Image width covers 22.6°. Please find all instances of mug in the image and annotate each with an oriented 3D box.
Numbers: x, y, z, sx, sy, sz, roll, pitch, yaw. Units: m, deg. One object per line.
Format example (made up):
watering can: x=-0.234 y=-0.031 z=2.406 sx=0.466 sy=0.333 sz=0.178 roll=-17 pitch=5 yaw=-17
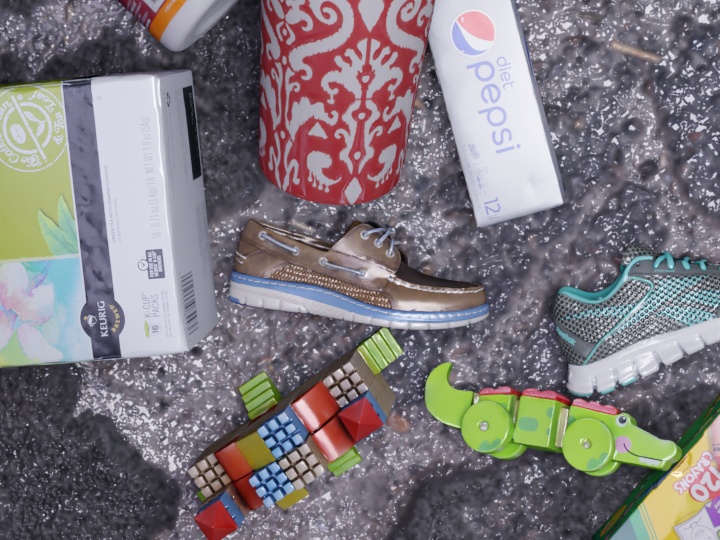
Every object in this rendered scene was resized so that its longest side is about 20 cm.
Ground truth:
mug: x=-0.008 y=-0.170 z=1.284 sx=0.132 sy=0.178 sz=0.202 roll=10 pitch=125 yaw=4

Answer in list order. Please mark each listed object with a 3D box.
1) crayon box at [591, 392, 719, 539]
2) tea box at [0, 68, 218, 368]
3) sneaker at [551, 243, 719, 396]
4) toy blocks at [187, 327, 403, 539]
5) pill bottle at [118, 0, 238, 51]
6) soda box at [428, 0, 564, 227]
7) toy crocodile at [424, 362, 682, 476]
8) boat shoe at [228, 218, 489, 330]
crayon box: x=0.280 y=0.174 z=1.345 sx=0.119 sy=0.058 sz=0.200 roll=39 pitch=100 yaw=0
tea box: x=-0.219 y=-0.040 z=1.330 sx=0.194 sy=0.134 sz=0.202 roll=-5 pitch=97 yaw=7
sneaker: x=0.229 y=0.017 z=1.324 sx=0.198 sy=0.078 sz=0.092 roll=-25 pitch=91 yaw=7
toy blocks: x=-0.053 y=0.128 z=1.334 sx=0.199 sy=0.137 sz=0.100 roll=-34 pitch=93 yaw=9
pill bottle: x=-0.167 y=-0.266 z=1.305 sx=0.200 sy=0.113 sz=0.113 roll=45 pitch=100 yaw=-1
soda box: x=0.094 y=-0.138 z=1.319 sx=0.068 sy=0.063 sz=0.202 roll=-15 pitch=96 yaw=9
toy crocodile: x=0.140 y=0.114 z=1.334 sx=0.198 sy=0.067 sz=0.062 roll=9 pitch=83 yaw=23
boat shoe: x=0.000 y=0.000 z=1.344 sx=0.198 sy=0.072 sz=0.073 roll=6 pitch=97 yaw=5
